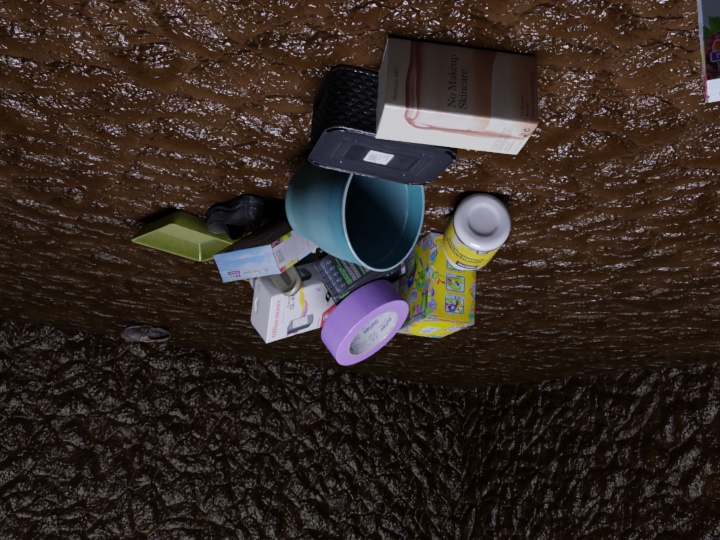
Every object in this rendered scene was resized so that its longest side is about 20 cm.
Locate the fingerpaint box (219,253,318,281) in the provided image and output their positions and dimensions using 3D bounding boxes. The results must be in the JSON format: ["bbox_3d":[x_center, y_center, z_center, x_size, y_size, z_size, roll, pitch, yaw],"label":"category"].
[{"bbox_3d":[-0.228,-0.019,1.762,0.197,0.075,0.165,-10,159,41],"label":"fingerpaint box"}]

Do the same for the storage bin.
[{"bbox_3d":[0.033,-0.202,1.020,0.195,0.096,0.135,8,164,-17],"label":"storage bin"}]

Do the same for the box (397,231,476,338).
[{"bbox_3d":[0.173,0.039,1.641,0.119,0.197,0.200,8,165,-15],"label":"box"}]

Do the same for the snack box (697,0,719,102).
[{"bbox_3d":[0.426,-0.249,0.661,0.196,0.146,0.053,-4,164,25],"label":"snack box"}]

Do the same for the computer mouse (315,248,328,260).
[{"bbox_3d":[-0.054,-0.044,1.595,0.033,0.060,0.199,13,180,22],"label":"computer mouse"}]

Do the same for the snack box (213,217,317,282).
[{"bbox_3d":[-0.176,-0.052,1.457,0.166,0.069,0.200,-8,-159,36],"label":"snack box"}]

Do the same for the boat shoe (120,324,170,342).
[{"bbox_3d":[-0.883,0.259,2.914,0.196,0.072,0.070,4,174,-34],"label":"boat shoe"}]

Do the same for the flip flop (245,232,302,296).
[{"bbox_3d":[-0.204,-0.022,1.590,0.081,0.201,0.057,-48,150,15],"label":"flip flop"}]

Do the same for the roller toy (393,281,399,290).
[{"bbox_3d":[0.007,0.054,1.742,0.136,0.205,0.182,7,177,-14],"label":"roller toy"}]

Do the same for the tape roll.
[{"bbox_3d":[0.010,0.116,1.553,0.198,0.066,0.202,-31,151,-19],"label":"tape roll"}]

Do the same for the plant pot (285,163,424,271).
[{"bbox_3d":[-0.022,-0.113,1.198,0.186,0.205,0.198,11,173,44],"label":"plant pot"}]

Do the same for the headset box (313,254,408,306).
[{"bbox_3d":[0.000,0.000,1.556,0.198,0.094,0.174,-33,164,-5],"label":"headset box"}]

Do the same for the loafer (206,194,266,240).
[{"bbox_3d":[-0.272,-0.100,1.491,0.072,0.074,0.198,15,161,-35],"label":"loafer"}]

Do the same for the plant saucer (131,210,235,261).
[{"bbox_3d":[-0.397,-0.082,1.633,0.197,0.049,0.198,19,158,-41],"label":"plant saucer"}]

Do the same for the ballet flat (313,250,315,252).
[{"bbox_3d":[-0.084,-0.058,1.608,0.066,0.064,0.200,-2,163,16],"label":"ballet flat"}]

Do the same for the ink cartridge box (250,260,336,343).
[{"bbox_3d":[-0.152,0.072,1.684,0.197,0.086,0.150,-16,134,-33],"label":"ink cartridge box"}]

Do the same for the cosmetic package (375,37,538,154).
[{"bbox_3d":[0.122,-0.223,0.910,0.195,0.106,0.087,4,163,-6],"label":"cosmetic package"}]

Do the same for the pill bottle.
[{"bbox_3d":[0.224,-0.067,1.405,0.109,0.115,0.200,4,164,-1],"label":"pill bottle"}]

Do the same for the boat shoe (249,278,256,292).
[{"bbox_3d":[-0.231,0.059,1.771,0.063,0.076,0.203,8,160,6],"label":"boat shoe"}]
